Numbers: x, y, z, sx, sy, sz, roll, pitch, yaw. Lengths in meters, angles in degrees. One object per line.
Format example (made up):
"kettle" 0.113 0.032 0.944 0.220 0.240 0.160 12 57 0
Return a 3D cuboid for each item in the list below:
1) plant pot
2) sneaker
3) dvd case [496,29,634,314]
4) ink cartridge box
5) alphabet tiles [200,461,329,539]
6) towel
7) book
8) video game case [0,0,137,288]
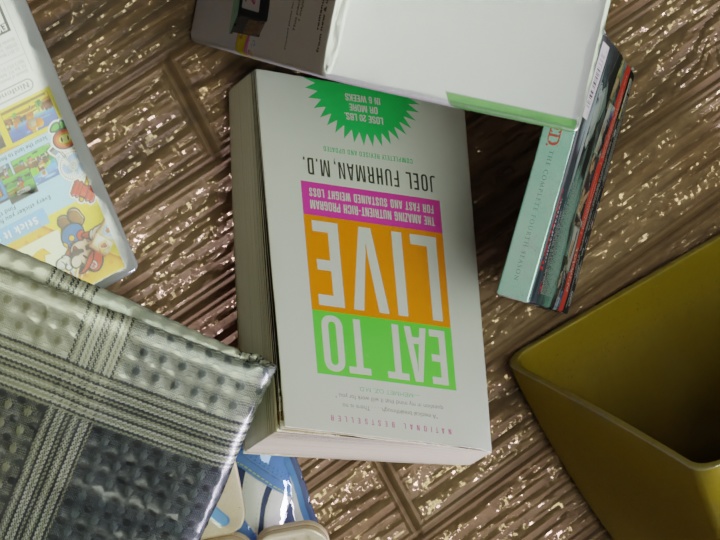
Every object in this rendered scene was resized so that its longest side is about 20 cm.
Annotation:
"plant pot" 0.235 0.106 1.686 0.200 0.200 0.177 -29 117 -19
"sneaker" -0.071 0.131 1.602 0.082 0.074 0.201 -24 103 -15
"dvd case" 0.112 -0.050 1.611 0.022 0.200 0.147 16 91 9
"ink cartridge box" 0.016 -0.134 1.535 0.144 0.200 0.084 11 95 -24
"alphabet tiles" -0.108 0.191 1.576 0.199 0.015 0.196 -9 109 0
"towel" -0.170 0.094 1.526 0.199 0.035 0.193 22 103 -12
"book" 0.000 0.000 1.594 0.133 0.048 0.201 6 68 -28
"video game case" -0.233 -0.038 1.529 0.200 0.023 0.183 -29 108 -21
